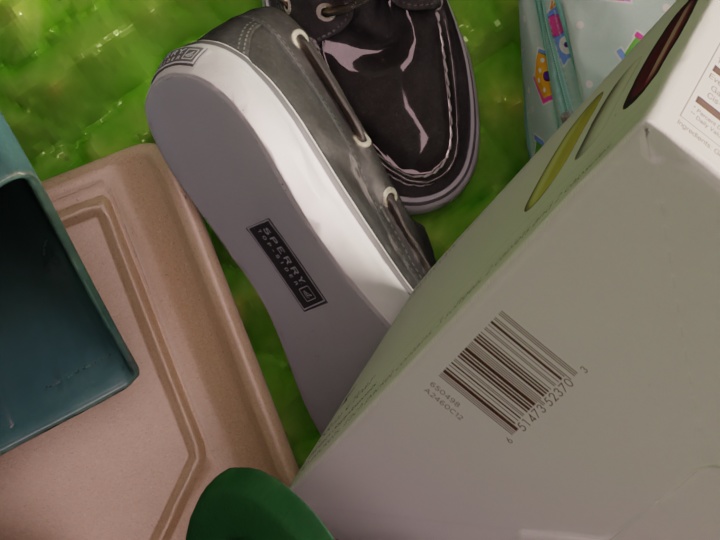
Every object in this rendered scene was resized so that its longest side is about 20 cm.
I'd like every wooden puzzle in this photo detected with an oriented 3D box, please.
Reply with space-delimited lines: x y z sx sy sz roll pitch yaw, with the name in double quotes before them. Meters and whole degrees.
"wooden puzzle" -0.125 0.075 0.784 0.198 0.037 0.186 -21 90 -1

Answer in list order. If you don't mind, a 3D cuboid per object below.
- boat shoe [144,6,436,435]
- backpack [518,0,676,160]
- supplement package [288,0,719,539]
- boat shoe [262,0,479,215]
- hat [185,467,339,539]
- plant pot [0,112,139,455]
"boat shoe" 0.000 0.000 0.774 0.057 0.068 0.201 -45 112 -39
"backpack" 0.129 -0.066 0.765 0.165 0.127 0.202 -12 85 -2
"supplement package" 0.101 0.032 0.645 0.155 0.200 0.111 39 44 -3
"boat shoe" -0.004 -0.118 0.784 0.069 0.066 0.202 -14 90 -5
"hat" 0.067 0.124 0.648 0.175 0.167 0.200 -17 45 -23
"plant pot" -0.185 -0.040 0.715 0.140 0.142 0.201 -27 62 -5
